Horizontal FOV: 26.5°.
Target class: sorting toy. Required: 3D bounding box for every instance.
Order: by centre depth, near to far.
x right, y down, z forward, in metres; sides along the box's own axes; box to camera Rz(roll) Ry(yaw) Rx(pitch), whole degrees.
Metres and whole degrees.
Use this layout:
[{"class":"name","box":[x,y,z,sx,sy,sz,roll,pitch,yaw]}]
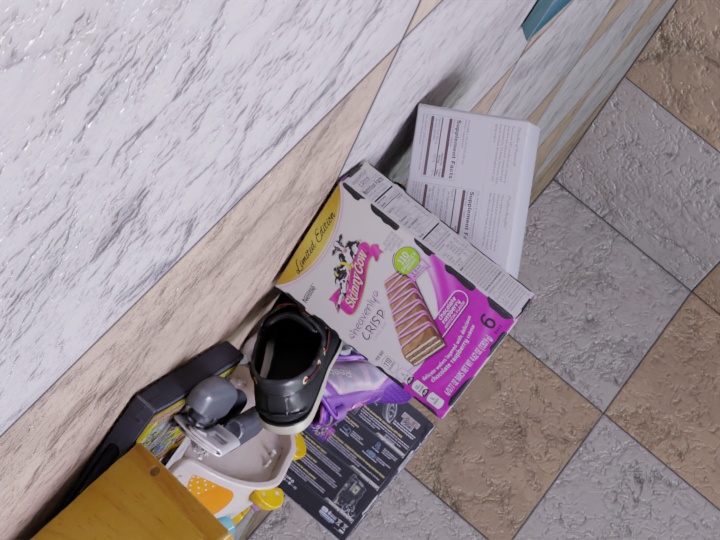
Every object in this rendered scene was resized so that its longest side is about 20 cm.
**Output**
[{"class":"sorting toy","box":[-0.154,0.220,1.500,0.180,0.107,0.200,-48,-174,25]}]

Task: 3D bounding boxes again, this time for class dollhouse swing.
[{"class":"dollhouse swing","box":[-0.194,0.276,1.229,0.200,0.181,0.177,-42,141,-15]}]

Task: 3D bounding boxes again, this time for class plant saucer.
[{"class":"plant saucer","box":[0.238,-0.323,1.715,0.200,0.019,0.070,-46,172,-46]}]

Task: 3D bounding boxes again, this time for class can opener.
[{"class":"can opener","box":[-0.116,0.129,1.352,0.067,0.052,0.200,-52,173,3]}]

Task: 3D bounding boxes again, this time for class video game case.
[{"class":"video game case","box":[-0.192,0.156,1.330,0.181,0.025,0.200,-53,173,18]}]

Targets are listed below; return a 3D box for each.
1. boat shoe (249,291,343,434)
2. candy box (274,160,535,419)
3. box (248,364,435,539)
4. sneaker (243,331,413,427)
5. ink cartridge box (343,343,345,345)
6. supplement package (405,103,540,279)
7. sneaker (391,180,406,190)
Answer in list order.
[{"class":"boat shoe","box":[-0.058,0.062,1.421,0.202,0.073,0.064,-78,167,-53]},{"class":"candy box","box":[0.038,0.018,1.387,0.137,0.199,0.061,-56,172,33]},{"class":"box","box":[-0.044,0.165,1.643,0.161,0.199,0.044,-51,174,-3]},{"class":"sneaker","box":[-0.027,0.120,1.543,0.199,0.089,0.080,14,144,-33]},{"class":"ink cartridge box","box":[-0.046,0.120,1.889,0.146,0.084,0.200,-50,174,-3]},{"class":"supplement package","box":[0.105,-0.052,1.503,0.156,0.110,0.202,-16,116,-79]},{"class":"sneaker","box":[0.000,0.000,1.576,0.201,0.075,0.082,-53,172,11]}]
